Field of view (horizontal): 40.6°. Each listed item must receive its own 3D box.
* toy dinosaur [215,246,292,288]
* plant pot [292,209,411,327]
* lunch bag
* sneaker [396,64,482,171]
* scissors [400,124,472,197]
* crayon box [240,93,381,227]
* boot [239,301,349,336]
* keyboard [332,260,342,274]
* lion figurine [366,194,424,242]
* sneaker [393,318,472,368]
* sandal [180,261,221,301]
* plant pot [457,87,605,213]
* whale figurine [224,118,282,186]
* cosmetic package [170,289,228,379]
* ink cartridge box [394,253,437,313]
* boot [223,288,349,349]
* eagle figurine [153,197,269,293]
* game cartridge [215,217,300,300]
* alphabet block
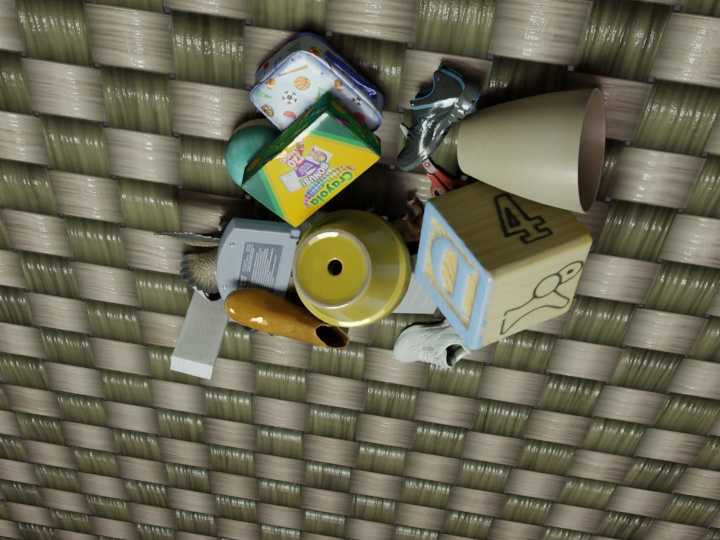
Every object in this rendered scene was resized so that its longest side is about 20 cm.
[{"bbox_3d":[-0.188,0.007,1.894,0.200,0.047,0.088,17,135,1],"label":"toy dinosaur"},{"bbox_3d":[-0.025,-0.003,1.602,0.200,0.201,0.189,2,-179,11],"label":"plant pot"},{"bbox_3d":[-0.061,-0.271,1.536,0.200,0.076,0.160,37,127,-27],"label":"lunch bag"},{"bbox_3d":[0.109,-0.242,1.545,0.082,0.073,0.200,36,128,-5],"label":"sneaker"},{"bbox_3d":[0.115,-0.169,1.652,0.200,0.014,0.073,37,133,-27],"label":"scissors"},{"bbox_3d":[-0.078,-0.170,1.535,0.119,0.058,0.200,37,122,-27],"label":"crayon box"},{"bbox_3d":[-0.133,0.096,1.865,0.158,0.080,0.211,15,173,-35],"label":"boot"},{"bbox_3d":[0.000,0.000,1.804,0.104,0.040,0.200,13,156,0],"label":"keyboard"},{"bbox_3d":[0.073,-0.070,1.742,0.200,0.073,0.122,-2,146,35],"label":"lion figurine"},{"bbox_3d":[0.143,0.153,1.934,0.200,0.100,0.075,-23,130,34],"label":"sneaker"},{"bbox_3d":[-0.273,0.034,1.857,0.206,0.059,0.079,21,-176,34],"label":"sandal"},{"bbox_3d":[0.258,-0.188,1.496,0.200,0.187,0.187,6,139,24],"label":"plant pot"},{"bbox_3d":[-0.141,-0.161,1.649,0.159,0.104,0.200,-25,125,33],"label":"whale figurine"},{"bbox_3d":[-0.307,0.115,1.916,0.082,0.200,0.051,14,137,-2],"label":"cosmetic package"},{"bbox_3d":[0.060,0.024,1.798,0.200,0.050,0.162,4,150,-11],"label":"ink cartridge box"},{"bbox_3d":[-0.124,0.085,1.704,0.201,0.071,0.144,20,176,-39],"label":"boot"},{"bbox_3d":[-0.250,-0.050,1.767,0.152,0.200,0.151,60,169,-3],"label":"eagle figurine"},{"bbox_3d":[-0.186,-0.016,1.709,0.133,0.041,0.200,2,140,-14],"label":"game cartridge"},{"bbox_3d":[0.228,-0.022,1.597,0.200,0.196,0.195,-19,144,-21],"label":"alphabet block"}]
